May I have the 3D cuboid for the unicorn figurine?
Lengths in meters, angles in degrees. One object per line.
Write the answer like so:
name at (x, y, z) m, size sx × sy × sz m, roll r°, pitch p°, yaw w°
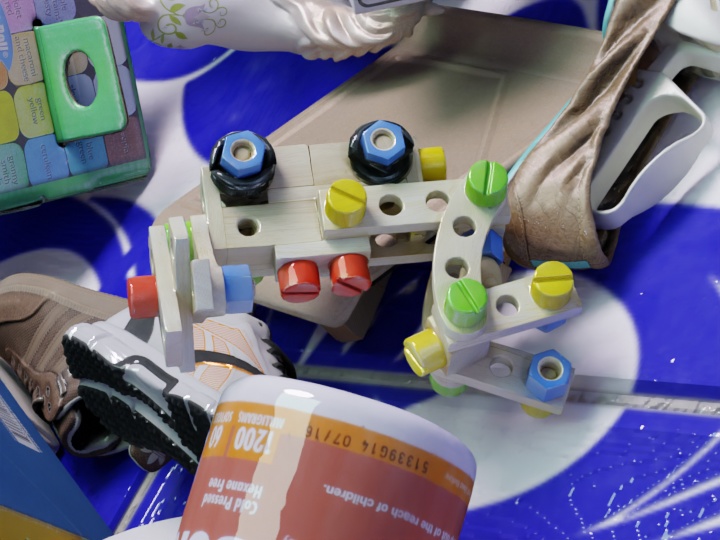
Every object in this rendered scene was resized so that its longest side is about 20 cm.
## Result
unicorn figurine at (-0.044, -0.138, 1.527) m, size 0.199 × 0.074 × 0.137 m, roll -11°, pitch 20°, yaw -7°

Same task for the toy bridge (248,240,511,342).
toy bridge at (0.000, 0.000, 1.444) m, size 0.199 × 0.027 × 0.067 m, roll -9°, pitch 48°, yaw 46°

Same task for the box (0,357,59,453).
box at (-0.232, 0.061, 1.620) m, size 0.082 × 0.068 × 0.200 m, roll -47°, pitch 32°, yaw 3°

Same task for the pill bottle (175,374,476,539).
pill bottle at (-0.030, 0.153, 1.215) m, size 0.112 × 0.112 × 0.201 m, roll 0°, pitch 69°, yaw 50°

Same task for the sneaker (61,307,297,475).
sneaker at (-0.054, 0.057, 1.368) m, size 0.080 × 0.074 × 0.200 m, roll -32°, pitch 42°, yaw -23°

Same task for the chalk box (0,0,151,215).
chalk box at (-0.204, -0.095, 1.661) m, size 0.123 × 0.125 × 0.199 m, roll -15°, pitch 6°, yaw -41°

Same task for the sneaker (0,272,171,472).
sneaker at (-0.144, 0.053, 1.521) m, size 0.199 × 0.070 × 0.076 m, roll 6°, pitch 60°, yaw 53°

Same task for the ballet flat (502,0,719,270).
ballet flat at (0.132, -0.082, 1.349) m, size 0.072 × 0.068 × 0.201 m, roll 19°, pitch 70°, yaw 35°

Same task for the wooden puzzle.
wooden puzzle at (0.015, -0.050, 1.441) m, size 0.200 × 0.037 × 0.185 m, roll -41°, pitch 28°, yaw -20°

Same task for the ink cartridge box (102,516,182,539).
ink cartridge box at (-0.072, 0.159, 1.340) m, size 0.200 × 0.050 × 0.161 m, roll -45°, pitch 32°, yaw 9°

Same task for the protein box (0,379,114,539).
protein box at (-0.250, 0.091, 1.416) m, size 0.135 × 0.200 × 0.199 m, roll -43°, pitch 63°, yaw 7°

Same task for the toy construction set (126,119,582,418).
toy construction set at (-0.009, 0.001, 1.282) m, size 0.092 × 0.199 × 0.132 m, roll 124°, pitch 142°, yaw -55°

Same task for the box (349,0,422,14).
box at (0.079, -0.192, 1.437) m, size 0.199 × 0.060 × 0.117 m, roll -13°, pitch 34°, yaw -6°
